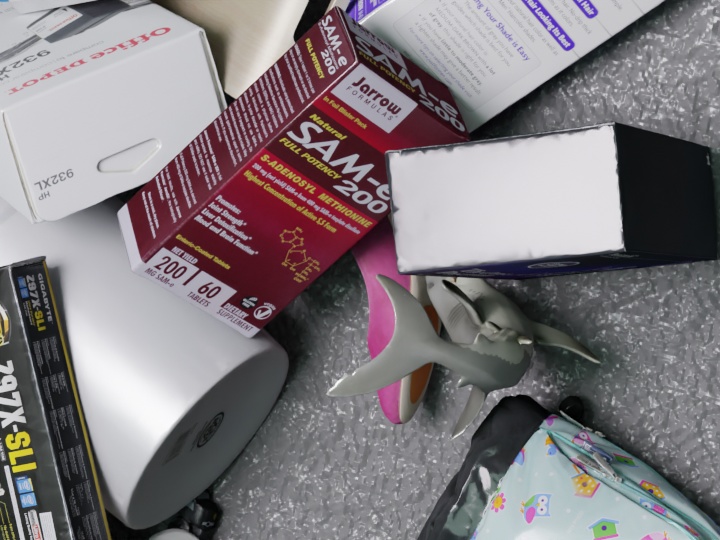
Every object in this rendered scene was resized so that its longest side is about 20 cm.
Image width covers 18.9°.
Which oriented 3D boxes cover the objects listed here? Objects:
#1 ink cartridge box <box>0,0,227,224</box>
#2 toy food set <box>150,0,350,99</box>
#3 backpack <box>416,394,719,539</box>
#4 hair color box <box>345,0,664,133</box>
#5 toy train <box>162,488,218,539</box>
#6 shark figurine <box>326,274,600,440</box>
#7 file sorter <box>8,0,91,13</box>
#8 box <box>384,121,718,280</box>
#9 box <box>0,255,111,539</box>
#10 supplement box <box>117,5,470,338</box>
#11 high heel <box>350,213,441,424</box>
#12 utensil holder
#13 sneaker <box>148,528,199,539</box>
[{"bbox_3d":[-0.194,-0.119,1.414,0.200,0.145,0.084,33,142,55],"label":"ink cartridge box"},{"bbox_3d":[-0.068,-0.198,1.423,0.200,0.060,0.144,39,107,50],"label":"toy food set"},{"bbox_3d":[0.140,0.186,1.330,0.200,0.127,0.167,30,99,18],"label":"backpack"},{"bbox_3d":[0.096,-0.178,1.355,0.200,0.065,0.109,-33,118,22],"label":"hair color box"},{"bbox_3d":[-0.180,0.123,1.522,0.200,0.034,0.046,34,100,20],"label":"toy train"},{"bbox_3d":[0.062,0.062,1.291,0.128,0.214,0.090,31,104,9],"label":"shark figurine"},{"bbox_3d":[-0.172,-0.289,1.403,0.139,0.125,0.200,-5,52,37],"label":"file sorter"},{"bbox_3d":[0.120,-0.038,1.295,0.141,0.200,0.079,-9,85,24],"label":"box"},{"bbox_3d":[-0.252,0.105,1.374,0.160,0.049,0.200,-13,91,24],"label":"box"},{"bbox_3d":[-0.043,-0.058,1.340,0.200,0.109,0.061,-42,41,20],"label":"supplement box"},{"bbox_3d":[0.000,0.000,1.420,0.096,0.067,0.200,0,88,20],"label":"high heel"},{"bbox_3d":[-0.171,0.050,1.448,0.200,0.170,0.170,39,105,16],"label":"utensil holder"},{"bbox_3d":[-0.142,0.274,1.483,0.088,0.075,0.200,2,99,43],"label":"sneaker"}]
